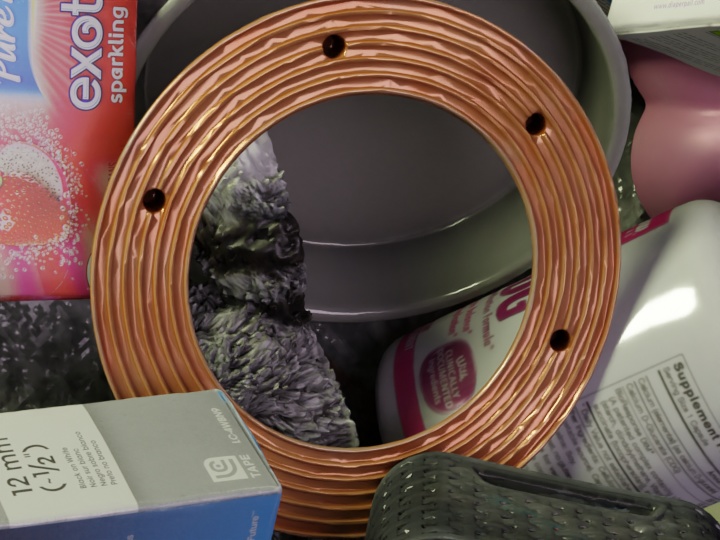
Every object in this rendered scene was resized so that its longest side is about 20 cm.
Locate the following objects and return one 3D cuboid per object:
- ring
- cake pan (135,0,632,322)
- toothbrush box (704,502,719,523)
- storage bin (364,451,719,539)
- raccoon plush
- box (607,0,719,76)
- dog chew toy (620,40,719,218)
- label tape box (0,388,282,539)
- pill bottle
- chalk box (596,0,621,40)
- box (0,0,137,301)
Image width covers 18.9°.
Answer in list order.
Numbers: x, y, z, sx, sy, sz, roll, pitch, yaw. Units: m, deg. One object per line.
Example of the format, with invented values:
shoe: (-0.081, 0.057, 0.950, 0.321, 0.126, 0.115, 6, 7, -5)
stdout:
ring: (0.000, 0.000, 0.779, 0.200, 0.019, 0.201, -4, 103, -17)
cake pan: (0.002, -0.062, 0.829, 0.199, 0.037, 0.201, -4, 135, -4)
toothbrush box: (0.188, 0.130, 0.933, 0.200, 0.086, 0.146, -30, 109, 5)
storage bin: (0.054, 0.180, 0.765, 0.135, 0.094, 0.201, 11, 103, -1)
raccoon plush: (-0.086, 0.046, 0.818, 0.134, 0.097, 0.201, -22, 109, -20)
box: (0.184, -0.170, 0.803, 0.112, 0.101, 0.201, 16, 85, -28)
dog chew toy: (0.170, -0.059, 0.932, 0.124, 0.124, 0.201, -2, 97, -28)
label tape box: (-0.137, 0.122, 0.718, 0.199, 0.066, 0.144, -4, 124, -25)
pill bottle: (0.116, 0.041, 0.860, 0.200, 0.113, 0.114, -26, 111, 21)
chalk box: (0.093, -0.207, 0.878, 0.124, 0.124, 0.201, 26, 82, -27)
box: (-0.141, -0.090, 0.779, 0.099, 0.095, 0.201, 0, 94, -27)
